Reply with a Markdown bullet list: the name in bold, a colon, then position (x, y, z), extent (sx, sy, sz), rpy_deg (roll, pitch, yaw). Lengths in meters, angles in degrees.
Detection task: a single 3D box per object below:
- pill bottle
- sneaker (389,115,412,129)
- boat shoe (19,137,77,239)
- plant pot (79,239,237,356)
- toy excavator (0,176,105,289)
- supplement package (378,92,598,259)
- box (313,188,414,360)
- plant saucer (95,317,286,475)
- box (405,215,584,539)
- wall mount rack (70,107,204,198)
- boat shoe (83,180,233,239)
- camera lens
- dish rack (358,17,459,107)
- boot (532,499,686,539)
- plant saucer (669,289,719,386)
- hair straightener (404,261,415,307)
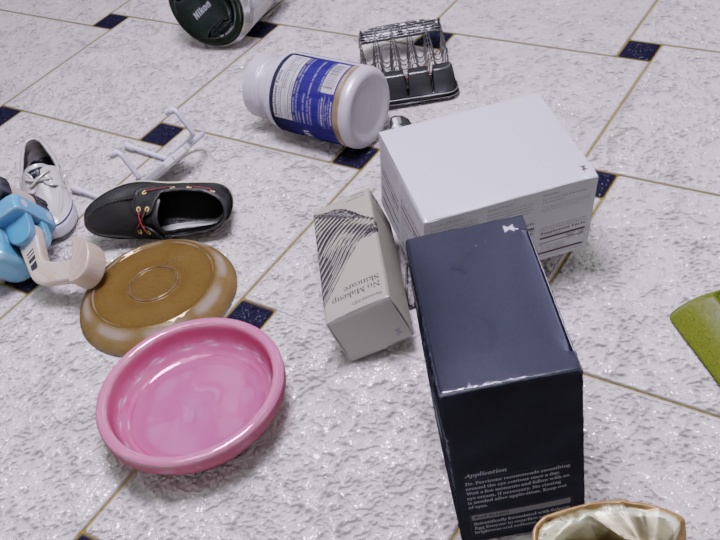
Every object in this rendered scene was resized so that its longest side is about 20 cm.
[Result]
- **pill bottle**: position (-0.067, -0.250, 1.339), extent (0.199, 0.117, 0.116), rpy_deg (19, 49, 31)
- **sneaker**: position (0.101, -0.127, 1.201), extent (0.114, 0.075, 0.201), rpy_deg (-7, 50, -2)
- **boat shoe**: position (-0.447, -0.120, 1.319), extent (0.071, 0.066, 0.201), rpy_deg (-19, 42, -5)
- **plant pot**: position (-0.250, 0.023, 1.140), extent (0.198, 0.028, 0.201), rpy_deg (-7, 40, 6)
- **toy excavator**: position (-0.425, -0.028, 1.185), extent (0.193, 0.100, 0.201), rpy_deg (-31, 64, 11)
- **supplement package**: position (0.137, -0.091, 1.047), extent (0.198, 0.112, 0.157), rpy_deg (-15, 48, -10)
- **box**: position (0.000, 0.000, 1.061), extent (0.082, 0.069, 0.201), rpy_deg (-25, 38, 11)
- **plant saucer**: position (-0.172, 0.135, 0.974), extent (0.198, 0.051, 0.202), rpy_deg (-8, 40, 6)
- **box**: position (0.119, 0.095, 0.833), extent (0.116, 0.201, 0.198), rpy_deg (-11, 40, 1)
- **wall mount rack**: position (-0.320, -0.152, 1.329), extent (0.173, 0.075, 0.200), rpy_deg (-25, 19, 52)
- **boat shoe**: position (-0.266, -0.077, 1.216), extent (0.199, 0.074, 0.063), rpy_deg (-7, 19, 1)
- **camera lens**: position (-0.230, -0.501, 1.632), extent (0.158, 0.161, 0.201), rpy_deg (8, 44, 22)
- **dish rack**: position (0.067, -0.327, 1.446), extent (0.152, 0.055, 0.201), rpy_deg (-7, 39, 3)
- **boot**: position (0.209, 0.234, 0.650), extent (0.173, 0.201, 0.066), rpy_deg (-12, 40, -1)
- **plant saucer**: position (0.437, 0.064, 0.909), extent (0.198, 0.048, 0.201), rpy_deg (-16, 41, -4)
- **hair straightener**: position (0.125, -0.020, 1.096), extent (0.199, 0.041, 0.077), rpy_deg (-35, 45, -18)
